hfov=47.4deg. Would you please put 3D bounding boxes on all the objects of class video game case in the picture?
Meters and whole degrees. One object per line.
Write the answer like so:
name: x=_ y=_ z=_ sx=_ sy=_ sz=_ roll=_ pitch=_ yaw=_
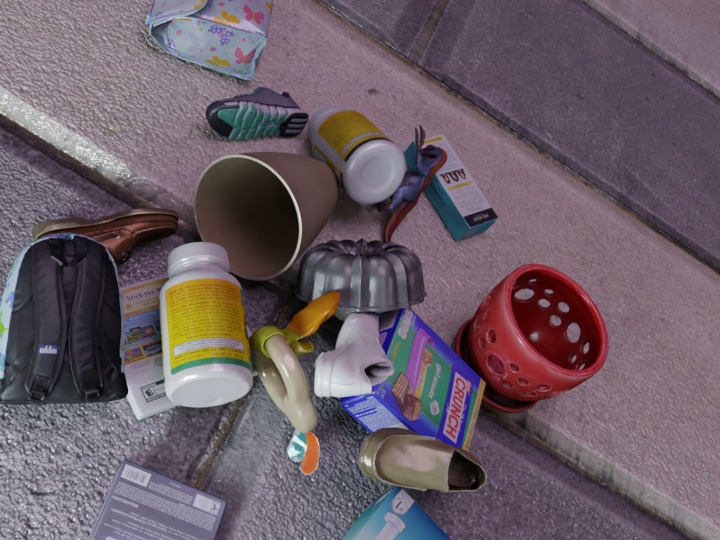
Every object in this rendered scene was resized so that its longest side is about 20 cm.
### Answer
video game case: x=-0.254 y=0.341 z=0.970 sx=0.143 sy=0.019 sz=0.200 roll=26 pitch=51 yaw=-13
video game case: x=-0.252 y=0.091 z=1.135 sx=0.200 sy=0.023 sz=0.182 roll=-18 pitch=71 yaw=-36

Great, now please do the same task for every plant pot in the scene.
plant pot: x=0.264 y=0.116 z=1.315 sx=0.200 sy=0.183 sz=0.201 roll=15 pitch=54 yaw=-21
plant pot: x=-0.121 y=-0.107 z=1.255 sx=0.187 sy=0.187 sz=0.200 roll=47 pitch=34 yaw=4

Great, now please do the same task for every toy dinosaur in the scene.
toy dinosaur: x=0.085 y=-0.152 z=1.448 sx=0.181 sy=0.105 sz=0.201 roll=-20 pitch=106 yaw=-29

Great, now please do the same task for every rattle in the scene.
rattle: x=-0.062 y=0.153 z=1.120 sx=0.143 sy=0.130 sz=0.200 roll=-27 pitch=86 yaw=-41

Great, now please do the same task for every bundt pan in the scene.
bundt pan: x=0.000 y=0.000 z=1.225 sx=0.201 sy=0.202 sz=0.076 roll=-8 pitch=107 yaw=-34

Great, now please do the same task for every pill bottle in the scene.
pill bottle: x=-0.208 y=0.068 z=1.085 sx=0.112 sy=0.113 sz=0.200 roll=5 pitch=58 yaw=-28
pill bottle: x=-0.015 y=-0.203 z=1.371 sx=0.112 sy=0.112 sz=0.200 roll=0 pitch=32 yaw=-30

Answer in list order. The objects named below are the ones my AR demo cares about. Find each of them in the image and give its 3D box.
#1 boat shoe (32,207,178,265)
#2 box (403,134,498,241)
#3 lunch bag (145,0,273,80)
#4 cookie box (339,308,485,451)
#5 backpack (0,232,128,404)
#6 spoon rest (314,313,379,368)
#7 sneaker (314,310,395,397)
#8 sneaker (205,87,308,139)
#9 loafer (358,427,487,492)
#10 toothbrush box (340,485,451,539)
boat shoe: x=-0.346 y=-0.037 z=1.138 sx=0.199 sy=0.072 sz=0.068 roll=-12 pitch=70 yaw=-25
box: x=0.166 y=-0.156 z=1.525 sx=0.082 sy=0.049 sz=0.200 roll=-19 pitch=71 yaw=-37
lunch bag: x=-0.258 y=-0.447 z=1.420 sx=0.199 sy=0.127 sz=0.170 roll=14 pitch=52 yaw=-14
cookie box: x=0.083 y=0.180 z=1.201 sx=0.200 sy=0.075 sz=0.171 roll=45 pitch=45 yaw=-24
backpack: x=-0.369 y=0.054 z=1.008 sx=0.163 sy=0.154 sz=0.201 roll=0 pitch=96 yaw=-26
spoon rest: x=-0.003 y=0.122 z=1.247 sx=0.200 sy=0.061 sz=0.099 roll=-21 pitch=73 yaw=-52
sneaker: x=0.008 y=0.117 z=1.104 sx=0.088 sy=0.075 sz=0.200 roll=6 pitch=25 yaw=15
sneaker: x=-0.187 y=-0.274 z=1.391 sx=0.200 sy=0.074 sz=0.088 roll=-3 pitch=51 yaw=-44
loafer: x=0.089 y=0.254 z=1.091 sx=0.200 sy=0.067 sz=0.076 roll=13 pitch=81 yaw=-32
toothbrush box: x=0.028 y=0.403 z=1.050 sx=0.146 sy=0.085 sz=0.200 roll=44 pitch=47 yaw=4
